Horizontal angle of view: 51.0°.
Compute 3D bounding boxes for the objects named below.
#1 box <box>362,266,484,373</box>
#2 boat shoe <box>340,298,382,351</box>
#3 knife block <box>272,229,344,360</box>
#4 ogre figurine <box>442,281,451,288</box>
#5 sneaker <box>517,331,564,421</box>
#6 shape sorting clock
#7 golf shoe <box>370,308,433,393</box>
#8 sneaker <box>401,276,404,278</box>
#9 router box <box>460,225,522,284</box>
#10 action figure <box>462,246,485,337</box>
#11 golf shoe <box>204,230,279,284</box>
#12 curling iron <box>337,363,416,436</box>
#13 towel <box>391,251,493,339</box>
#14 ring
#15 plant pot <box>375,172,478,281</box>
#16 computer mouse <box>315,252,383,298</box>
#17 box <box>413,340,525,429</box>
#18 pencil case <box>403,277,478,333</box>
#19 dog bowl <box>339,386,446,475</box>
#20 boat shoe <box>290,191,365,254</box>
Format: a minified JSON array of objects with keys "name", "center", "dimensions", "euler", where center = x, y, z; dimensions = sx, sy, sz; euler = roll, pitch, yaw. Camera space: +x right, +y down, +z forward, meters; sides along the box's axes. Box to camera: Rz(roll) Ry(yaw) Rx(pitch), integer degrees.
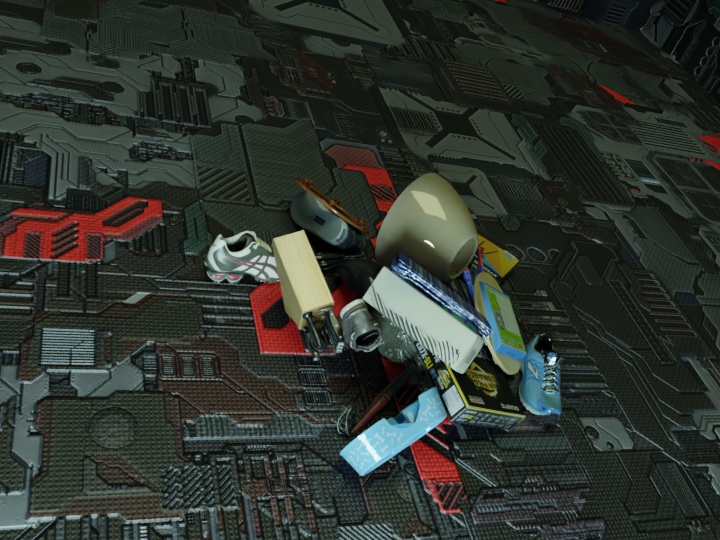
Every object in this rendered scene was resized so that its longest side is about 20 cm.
[{"name":"box","center":[0.104,0.081,1.245],"dimensions":[0.199,0.069,0.082],"euler":[36,0,24]},{"name":"boat shoe","center":[0.005,0.113,1.312],"dimensions":[0.066,0.201,0.058],"euler":[-28,66,-3]},{"name":"knife block","center":[-0.086,0.048,1.325],"dimensions":[0.063,0.205,0.175],"euler":[-16,21,-20]},{"name":"ogre figurine","center":[0.142,-0.045,1.583],"dimensions":[0.197,0.122,0.098],"euler":[24,49,30]},{"name":"sneaker","center":[0.349,0.196,1.446],"dimensions":[0.077,0.091,0.202],"euler":[14,38,-12]},{"name":"shape sorting clock","center":[0.263,0.101,1.454],"dimensions":[0.200,0.039,0.203],"euler":[46,31,-37]},{"name":"golf shoe","center":[0.096,0.143,1.410],"dimensions":[0.096,0.079,0.201],"euler":[-1,47,-53]},{"name":"sneaker","center":[0.097,0.027,1.537],"dimensions":[0.076,0.079,0.202],"euler":[7,42,-40]},{"name":"router box","center":[0.249,-0.042,1.703],"dimensions":[0.198,0.052,0.149],"euler":[36,38,16]},{"name":"action figure","center":[0.247,0.063,1.549],"dimensions":[0.064,0.099,0.205],"euler":[-10,75,16]},{"name":"golf shoe","center":[-0.195,-0.027,1.429],"dimensions":[0.196,0.089,0.078],"euler":[-7,45,-35]},{"name":"curling iron","center":[0.033,0.215,1.284],"dimensions":[0.025,0.051,0.198],"euler":[11,32,44]},{"name":"towel","center":[0.134,0.038,1.271],"dimensions":[0.198,0.024,0.145],"euler":[37,9,-2]},{"name":"ring","center":[-0.057,-0.143,1.605],"dimensions":[0.199,0.019,0.201],"euler":[37,7,-5]},{"name":"plant pot","center":[0.141,-0.058,1.403],"dimensions":[0.134,0.203,0.199],"euler":[36,39,25]},{"name":"computer mouse","center":[0.000,0.000,1.474],"dimensions":[0.136,0.054,0.199],"euler":[0,23,-32]},{"name":"box","center":[0.193,0.193,1.333],"dimensions":[0.198,0.049,0.161],"euler":[20,34,-47]},{"name":"pencil case","center":[0.147,0.080,1.413],"dimensions":[0.199,0.093,0.085],"euler":[32,12,-47]},{"name":"dog bowl","center":[0.058,0.258,1.201],"dimensions":[0.197,0.112,0.050],"euler":[-25,71,-33]},{"name":"boat shoe","center":[-0.071,-0.095,1.597],"dimensions":[0.090,0.071,0.200],"euler":[33,5,-45]}]
